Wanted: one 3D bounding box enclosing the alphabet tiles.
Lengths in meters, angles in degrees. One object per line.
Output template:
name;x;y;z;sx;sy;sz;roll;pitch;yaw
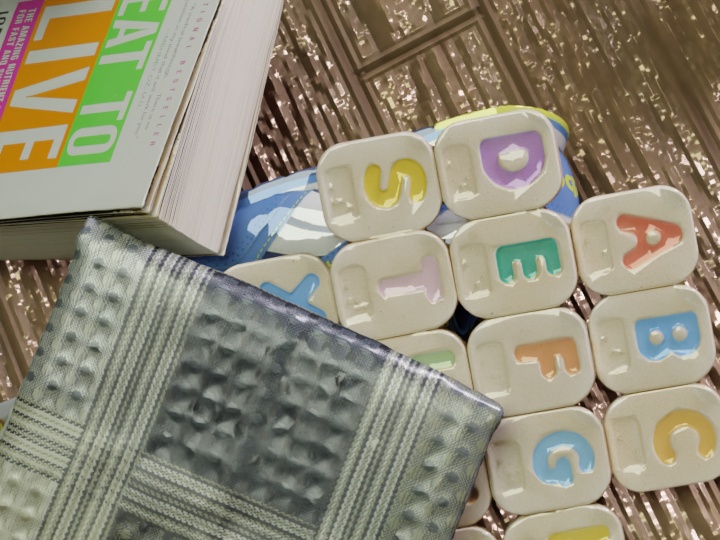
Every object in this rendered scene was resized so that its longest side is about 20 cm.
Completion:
alphabet tiles;0.044;0.041;1.201;0.195;0.015;0.201;-10;91;6

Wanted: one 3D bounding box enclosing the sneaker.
sneaker;0.000;0.000;1.246;0.199;0.074;0.083;-21;72;12

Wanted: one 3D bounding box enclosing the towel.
towel;-0.062;0.106;1.202;0.192;0.035;0.201;23;93;8

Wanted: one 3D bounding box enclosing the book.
book;-0.123;-0.072;1.287;0.200;0.048;0.134;-3;64;45

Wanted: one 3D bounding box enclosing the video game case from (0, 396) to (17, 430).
video game case;-0.178;0.167;1.265;0.181;0.023;0.201;-22;65;8
